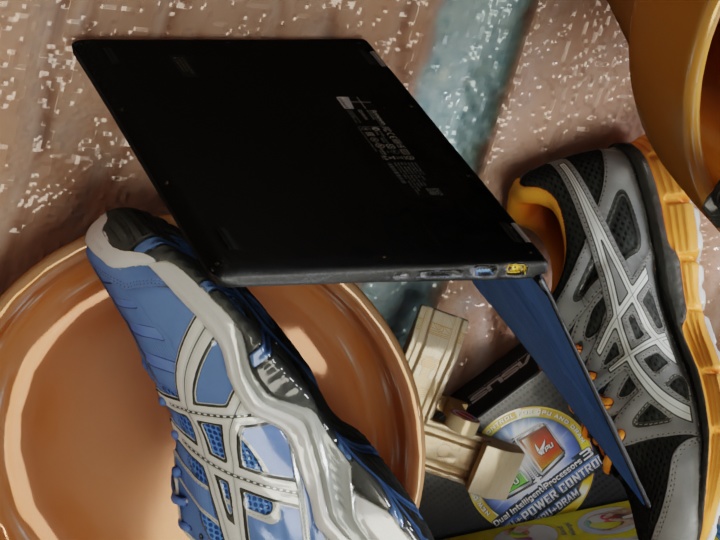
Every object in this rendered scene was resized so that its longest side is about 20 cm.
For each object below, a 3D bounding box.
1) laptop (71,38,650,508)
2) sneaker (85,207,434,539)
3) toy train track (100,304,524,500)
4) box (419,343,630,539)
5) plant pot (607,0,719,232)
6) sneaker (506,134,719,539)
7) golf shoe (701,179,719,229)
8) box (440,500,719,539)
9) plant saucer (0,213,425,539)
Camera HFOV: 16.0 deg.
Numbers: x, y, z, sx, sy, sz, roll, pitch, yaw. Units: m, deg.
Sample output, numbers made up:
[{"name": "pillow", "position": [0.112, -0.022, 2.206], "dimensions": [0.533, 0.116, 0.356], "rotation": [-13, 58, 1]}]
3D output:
[{"name": "laptop", "position": [0.000, 0.000, 1.000], "dimensions": [0.199, 0.187, 0.117], "rotation": [-2, 120, -23]}, {"name": "sneaker", "position": [-0.050, 0.065, 1.003], "dimensions": [0.077, 0.076, 0.201], "rotation": [-35, 99, 6]}, {"name": "toy train track", "position": [-0.020, 0.061, 1.096], "dimensions": [0.199, 0.033, 0.115], "rotation": [19, 101, -16]}, {"name": "box", "position": [0.049, 0.152, 1.176], "dimensions": [0.199, 0.044, 0.161], "rotation": [-36, 108, 0]}, {"name": "plant pot", "position": [0.175, -0.125, 1.004], "dimensions": [0.199, 0.183, 0.201], "rotation": [-12, 124, -18]}, {"name": "sneaker", "position": [0.111, 0.038, 1.093], "dimensions": [0.077, 0.201, 0.078], "rotation": [-4, 154, -7]}, {"name": "golf shoe", "position": [0.212, -0.033, 0.927], "dimensions": [0.199, 0.078, 0.095], "rotation": [8, 99, -30]}, {"name": "box", "position": [0.098, 0.147, 1.099], "dimensions": [0.198, 0.117, 0.049], "rotation": [-9, 109, -7]}, {"name": "plant saucer", "position": [-0.073, 0.073, 1.061], "dimensions": [0.198, 0.037, 0.202], "rotation": [-1, 103, -4]}]
